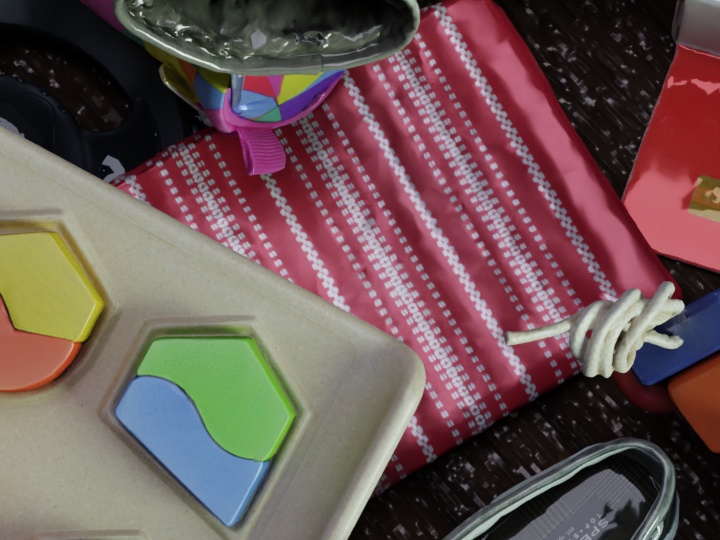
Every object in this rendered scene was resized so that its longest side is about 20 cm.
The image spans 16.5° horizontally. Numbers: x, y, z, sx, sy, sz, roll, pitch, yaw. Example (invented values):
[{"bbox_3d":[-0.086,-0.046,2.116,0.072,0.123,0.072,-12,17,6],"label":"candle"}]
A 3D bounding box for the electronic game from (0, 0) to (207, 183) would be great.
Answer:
[{"bbox_3d":[-0.138,-0.034,0.911,0.200,0.042,0.200,1,71,-4],"label":"electronic game"}]

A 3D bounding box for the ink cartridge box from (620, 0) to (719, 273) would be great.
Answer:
[{"bbox_3d":[0.211,-0.067,0.908,0.200,0.045,0.176,17,68,10],"label":"ink cartridge box"}]

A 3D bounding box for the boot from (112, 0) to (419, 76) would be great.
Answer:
[{"bbox_3d":[-0.077,-0.156,0.806,0.182,0.073,0.200,2,60,-9],"label":"boot"}]

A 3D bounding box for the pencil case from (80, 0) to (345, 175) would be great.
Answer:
[{"bbox_3d":[-0.083,-0.127,0.870,0.088,0.088,0.200,-43,70,-14],"label":"pencil case"}]

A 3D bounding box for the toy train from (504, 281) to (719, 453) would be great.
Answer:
[{"bbox_3d":[0.133,0.056,0.802,0.200,0.085,0.116,-14,75,-44],"label":"toy train"}]

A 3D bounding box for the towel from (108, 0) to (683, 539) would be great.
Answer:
[{"bbox_3d":[0.000,0.000,0.883,0.200,0.022,0.145,-29,82,-14],"label":"towel"}]

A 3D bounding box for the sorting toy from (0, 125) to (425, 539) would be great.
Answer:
[{"bbox_3d":[-0.104,0.066,0.834,0.200,0.036,0.185,28,92,10],"label":"sorting toy"}]

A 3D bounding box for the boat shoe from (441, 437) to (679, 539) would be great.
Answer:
[{"bbox_3d":[0.027,0.122,0.822,0.072,0.071,0.200,40,75,17],"label":"boat shoe"}]
